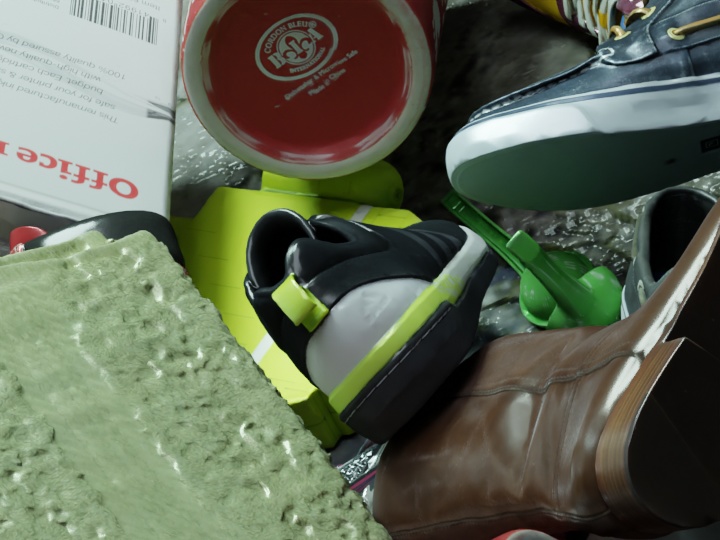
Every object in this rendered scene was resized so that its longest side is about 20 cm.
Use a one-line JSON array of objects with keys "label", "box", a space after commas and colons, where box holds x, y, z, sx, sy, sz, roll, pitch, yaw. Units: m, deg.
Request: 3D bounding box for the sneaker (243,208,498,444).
[{"label": "sneaker", "box": [0.000, 0.000, 0.835, 0.072, 0.083, 0.200, -49, 4, 7]}]

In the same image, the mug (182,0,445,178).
[{"label": "mug", "box": [-0.012, -0.155, 1.030, 0.133, 0.178, 0.200, 18, 32, -6]}]

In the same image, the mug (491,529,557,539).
[{"label": "mug", "box": [-0.008, 0.157, 0.681, 0.200, 0.133, 0.178, -36, 39, 21]}]

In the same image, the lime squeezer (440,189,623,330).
[{"label": "lime squeezer", "box": [0.072, 0.003, 0.928, 0.038, 0.071, 0.200, -65, 8, 5]}]

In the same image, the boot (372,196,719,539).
[{"label": "boot", "box": [0.092, 0.016, 0.733, 0.186, 0.064, 0.200, -49, 8, -21]}]

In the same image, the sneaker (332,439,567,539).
[{"label": "sneaker", "box": [0.009, 0.089, 0.846, 0.200, 0.081, 0.075, -35, 33, -10]}]

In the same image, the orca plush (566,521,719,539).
[{"label": "orca plush", "box": [0.106, 0.130, 0.778, 0.105, 0.071, 0.200, 13, 39, -23]}]

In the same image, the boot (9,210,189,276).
[{"label": "boot", "box": [-0.142, 0.063, 0.875, 0.200, 0.072, 0.144, -30, 59, -4]}]

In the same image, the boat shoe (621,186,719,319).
[{"label": "boat shoe", "box": [0.127, 0.020, 0.810, 0.068, 0.057, 0.200, -2, 17, -3]}]

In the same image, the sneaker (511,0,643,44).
[{"label": "sneaker", "box": [0.127, -0.128, 1.034, 0.200, 0.075, 0.090, 10, 45, 39]}]

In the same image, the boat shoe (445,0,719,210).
[{"label": "boat shoe", "box": [0.128, -0.088, 0.935, 0.200, 0.071, 0.091, -12, 65, 1]}]

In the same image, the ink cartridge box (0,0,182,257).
[{"label": "ink cartridge box", "box": [-0.160, -0.069, 1.002, 0.145, 0.085, 0.200, 17, 39, -17]}]

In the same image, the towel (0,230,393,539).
[{"label": "towel", "box": [-0.089, 0.064, 0.773, 0.148, 0.037, 0.200, -19, 52, -35]}]

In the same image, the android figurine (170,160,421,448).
[{"label": "android figurine", "box": [-0.043, 0.018, 0.993, 0.200, 0.041, 0.182, 9, 50, 39]}]
